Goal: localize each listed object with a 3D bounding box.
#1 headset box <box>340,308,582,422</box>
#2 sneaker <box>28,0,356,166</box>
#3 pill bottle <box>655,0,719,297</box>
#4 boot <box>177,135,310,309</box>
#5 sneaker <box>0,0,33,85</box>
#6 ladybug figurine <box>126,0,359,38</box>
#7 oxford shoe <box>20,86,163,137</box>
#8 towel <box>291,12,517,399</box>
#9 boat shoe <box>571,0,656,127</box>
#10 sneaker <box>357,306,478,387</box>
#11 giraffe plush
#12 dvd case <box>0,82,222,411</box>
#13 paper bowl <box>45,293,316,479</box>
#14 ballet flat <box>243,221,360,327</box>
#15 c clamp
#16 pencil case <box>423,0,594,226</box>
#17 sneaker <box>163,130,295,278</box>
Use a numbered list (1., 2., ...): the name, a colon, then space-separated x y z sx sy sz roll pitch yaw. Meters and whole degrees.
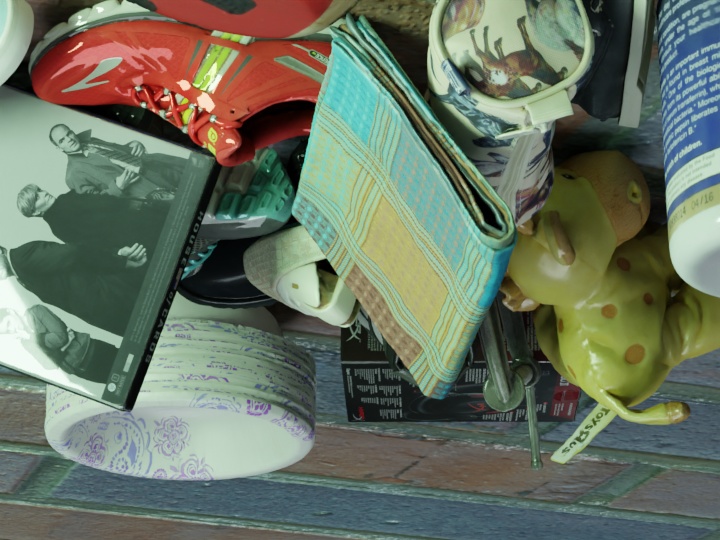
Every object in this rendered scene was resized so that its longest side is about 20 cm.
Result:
1. headset box: 0.086 0.058 1.593 0.198 0.076 0.149 0 159 3
2. sneaker: -0.085 -0.099 1.178 0.198 0.085 0.077 0 157 0
3. pill bottle: 0.199 -0.095 1.022 0.115 0.201 0.116 -1 159 0
4. boot: -0.034 -0.042 1.333 0.199 0.077 0.168 -8 162 2
5. sneaker: -0.273 -0.120 1.149 0.199 0.074 0.082 -10 160 24
6. ladybug figurine: -0.073 -0.165 1.028 0.199 0.072 0.135 16 155 -34
7. oxford shoe: -0.213 -0.072 1.275 0.198 0.073 0.084 -3 162 10
8. towel: 0.018 -0.025 1.116 0.022 0.147 0.200 -29 162 -21
9. boat shoe: 0.117 -0.140 1.083 0.066 0.075 0.200 8 159 8
10. sneaker: 0.036 0.039 1.358 0.066 0.091 0.200 -11 166 -6
11. giraffe plush: 0.145 -0.005 1.356 0.172 0.200 0.163 -4 129 48
12. dvd case: -0.195 -0.024 1.205 0.199 0.151 0.025 19 175 11
13. paper bowl: -0.132 0.080 1.597 0.199 0.105 0.201 1 159 1
14. ballet flat: 0.000 0.000 1.241 0.199 0.063 0.067 -16 142 42
15. c clamp: 0.100 0.048 1.417 0.027 0.172 0.200 -9 175 11
16. pencil case: 0.069 -0.080 1.091 0.077 0.090 0.200 -6 162 -3
17. sneaker: -0.110 -0.034 1.307 0.199 0.078 0.091 4 139 40
